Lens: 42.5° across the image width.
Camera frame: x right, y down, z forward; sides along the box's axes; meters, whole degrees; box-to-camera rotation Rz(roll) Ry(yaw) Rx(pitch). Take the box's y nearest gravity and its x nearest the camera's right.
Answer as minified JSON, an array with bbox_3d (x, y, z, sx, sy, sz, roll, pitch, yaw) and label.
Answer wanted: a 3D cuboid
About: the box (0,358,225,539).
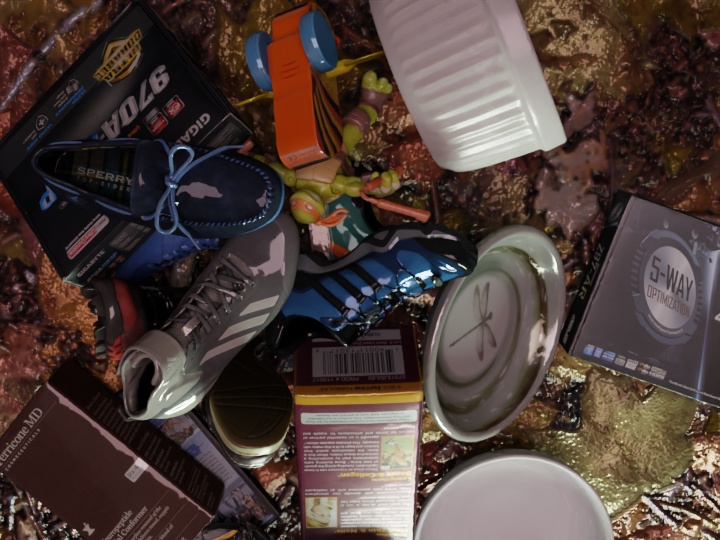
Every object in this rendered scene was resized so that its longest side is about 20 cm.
[{"bbox_3d":[-0.235,0.189,0.870,0.199,0.075,0.100,40,99,-7],"label":"box"}]

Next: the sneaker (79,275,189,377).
[{"bbox_3d":[-0.181,0.043,0.805,0.096,0.201,0.072,-15,74,-7],"label":"sneaker"}]

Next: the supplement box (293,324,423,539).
[{"bbox_3d":[-0.003,0.153,0.842,0.108,0.086,0.202,-1,127,-2],"label":"supplement box"}]

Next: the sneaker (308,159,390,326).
[{"bbox_3d":[0.000,0.000,0.853,0.079,0.071,0.203,-8,101,5],"label":"sneaker"}]

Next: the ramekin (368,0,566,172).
[{"bbox_3d":[0.084,-0.177,0.756,0.104,0.200,0.202,-22,102,13],"label":"ramekin"}]

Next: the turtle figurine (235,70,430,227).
[{"bbox_3d":[-0.022,-0.097,0.793,0.197,0.065,0.163,8,60,18],"label":"turtle figurine"}]

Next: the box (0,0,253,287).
[{"bbox_3d":[-0.210,-0.109,0.797,0.200,0.046,0.159,-43,66,7],"label":"box"}]

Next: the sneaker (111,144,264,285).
[{"bbox_3d":[-0.148,-0.029,0.839,0.111,0.077,0.201,37,93,1],"label":"sneaker"}]

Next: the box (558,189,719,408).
[{"bbox_3d":[0.310,0.033,0.882,0.197,0.044,0.162,20,102,-5],"label":"box"}]

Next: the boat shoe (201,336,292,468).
[{"bbox_3d":[-0.104,0.119,0.816,0.071,0.201,0.067,4,112,-17],"label":"boat shoe"}]

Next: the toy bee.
[{"bbox_3d":[-0.037,-0.177,0.757,0.129,0.108,0.203,8,88,24],"label":"toy bee"}]

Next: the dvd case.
[{"bbox_3d":[-0.193,0.210,0.921,0.142,0.018,0.201,-37,100,6],"label":"dvd case"}]

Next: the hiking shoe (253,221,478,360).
[{"bbox_3d":[0.006,0.023,0.761,0.198,0.088,0.074,-14,148,27],"label":"hiking shoe"}]

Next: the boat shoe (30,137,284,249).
[{"bbox_3d":[-0.159,-0.060,0.706,0.197,0.069,0.086,2,87,13],"label":"boat shoe"}]

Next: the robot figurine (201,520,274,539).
[{"bbox_3d":[-0.099,0.333,0.919,0.198,0.058,0.146,27,100,-17],"label":"robot figurine"}]

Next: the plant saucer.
[{"bbox_3d":[0.112,0.053,0.844,0.199,0.050,0.203,-19,118,-41],"label":"plant saucer"}]

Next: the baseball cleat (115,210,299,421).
[{"bbox_3d":[-0.118,0.040,0.723,0.069,0.106,0.201,34,101,14],"label":"baseball cleat"}]

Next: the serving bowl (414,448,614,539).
[{"bbox_3d":[0.145,0.265,0.917,0.197,0.066,0.203,0,102,-1],"label":"serving bowl"}]
